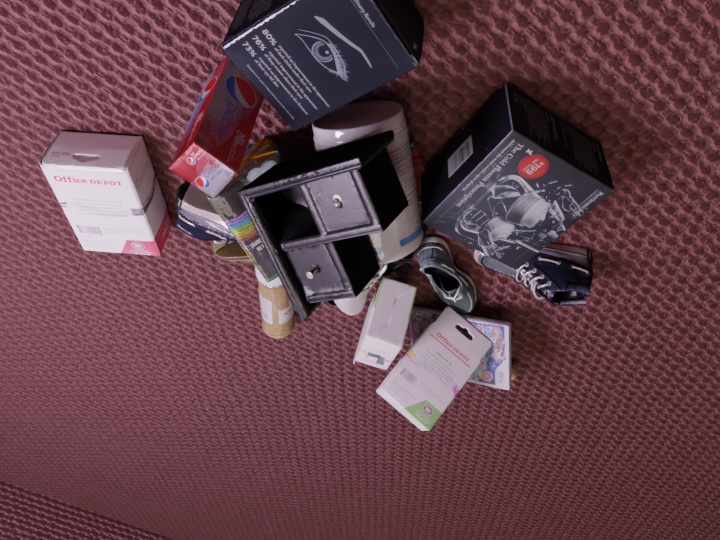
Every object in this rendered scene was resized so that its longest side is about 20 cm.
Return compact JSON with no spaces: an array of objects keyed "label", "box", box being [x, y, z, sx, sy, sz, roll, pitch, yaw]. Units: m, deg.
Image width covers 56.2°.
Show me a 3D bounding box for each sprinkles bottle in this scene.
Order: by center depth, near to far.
[{"label":"sprinkles bottle","box":[-0.160,0.048,1.278,0.068,0.069,0.201,7,141,2]}]

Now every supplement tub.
[{"label":"supplement tub","box":[0.013,-0.122,0.946,0.131,0.132,0.202,-3,118,14]}]

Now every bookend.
[{"label":"bookend","box":[-0.023,-0.050,0.866,0.197,0.092,0.201,-8,116,36]}]

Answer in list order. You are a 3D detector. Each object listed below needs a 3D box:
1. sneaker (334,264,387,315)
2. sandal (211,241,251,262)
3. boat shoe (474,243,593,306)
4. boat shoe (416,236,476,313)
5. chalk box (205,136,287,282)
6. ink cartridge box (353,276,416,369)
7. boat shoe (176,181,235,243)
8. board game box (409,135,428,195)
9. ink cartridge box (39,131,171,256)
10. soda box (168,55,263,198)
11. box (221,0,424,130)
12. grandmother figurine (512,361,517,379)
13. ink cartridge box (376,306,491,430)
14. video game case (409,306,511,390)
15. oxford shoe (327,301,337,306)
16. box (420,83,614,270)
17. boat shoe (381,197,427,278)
[{"label":"sneaker","box":[0.000,0.000,1.109,0.080,0.070,0.202,35,134,35]},{"label":"sandal","box":[-0.160,-0.037,1.176,0.198,0.081,0.054,4,158,12]},{"label":"boat shoe","box":[0.288,0.003,1.116,0.198,0.093,0.075,4,141,5]},{"label":"boat shoe","box":[0.153,0.025,1.193,0.072,0.062,0.200,-13,136,23]},{"label":"chalk box","box":[-0.127,-0.076,1.013,0.124,0.124,0.201,-33,115,-1]},{"label":"ink cartridge box","box":[0.041,0.106,1.233,0.067,0.118,0.200,17,157,-1]},{"label":"boat shoe","box":[-0.215,-0.077,1.134,0.199,0.075,0.093,26,146,-10]},{"label":"board game box","box":[0.008,-0.143,1.054,0.198,0.020,0.103,-11,138,22]},{"label":"ink cartridge box","box":[-0.410,-0.123,1.108,0.144,0.085,0.201,5,142,6]},{"label":"soda box","box":[-0.181,-0.196,0.883,0.070,0.201,0.063,34,134,-28]},{"label":"box","box":[-0.043,-0.288,0.821,0.199,0.105,0.148,-19,133,29]},{"label":"grandmother figurine","box":[0.235,0.161,1.351,0.121,0.061,0.200,-37,124,8]},{"label":"ink cartridge box","box":[0.136,0.179,1.237,0.117,0.200,0.067,40,165,5]},{"label":"video game case","box":[0.188,0.146,1.284,0.198,0.018,0.144,8,120,27]},{"label":"oxford shoe","box":[-0.035,-0.011,1.172,0.072,0.085,0.201,6,139,6]},{"label":"box","box":[0.214,-0.124,0.956,0.181,0.105,0.200,23,136,-22]},{"label":"boat shoe","box":[0.058,-0.041,1.134,0.074,0.063,0.200,19,141,-14]}]
